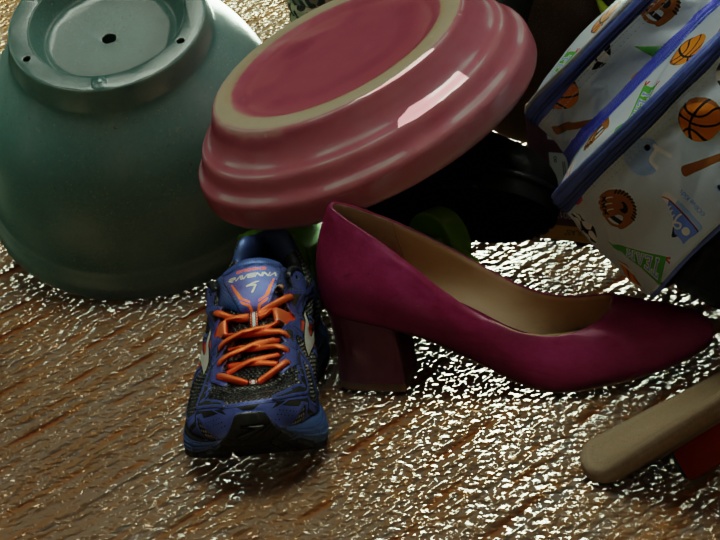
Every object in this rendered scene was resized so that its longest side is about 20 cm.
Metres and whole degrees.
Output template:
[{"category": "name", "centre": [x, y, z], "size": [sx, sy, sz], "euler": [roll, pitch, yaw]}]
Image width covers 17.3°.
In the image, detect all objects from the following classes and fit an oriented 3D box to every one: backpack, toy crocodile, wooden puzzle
[{"category": "backpack", "centre": [0.175, -0.078, 1.184], "size": [0.154, 0.200, 0.191], "euler": [37, 20, -2]}, {"category": "toy crocodile", "centre": [0.000, 0.000, 1.317], "size": [0.067, 0.062, 0.199], "euler": [-23, 20, -37]}, {"category": "wooden puzzle", "centre": [0.218, 0.038, 1.061], "size": [0.184, 0.037, 0.200], "euler": [-23, -6, -37]}]

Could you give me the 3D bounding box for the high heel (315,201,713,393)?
[{"category": "high heel", "centre": [0.076, 0.009, 1.192], "size": [0.198, 0.097, 0.067], "euler": [-5, 18, 7]}]

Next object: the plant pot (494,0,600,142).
[{"category": "plant pot", "centre": [0.089, -0.201, 1.528], "size": [0.186, 0.189, 0.200], "euler": [6, -12, 33]}]

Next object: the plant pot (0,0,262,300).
[{"category": "plant pot", "centre": [-0.138, -0.101, 1.408], "size": [0.198, 0.135, 0.201], "euler": [-5, 49, 6]}]

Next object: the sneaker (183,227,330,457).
[{"category": "sneaker", "centre": [-0.055, 0.037, 1.187], "size": [0.075, 0.079, 0.200], "euler": [-7, 19, 1]}]

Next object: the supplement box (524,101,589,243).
[{"category": "supplement box", "centre": [0.200, -0.085, 1.432], "size": [0.110, 0.086, 0.199], "euler": [8, 24, 37]}]

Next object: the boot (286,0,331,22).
[{"category": "boot", "centre": [0.001, -0.133, 1.534], "size": [0.073, 0.155, 0.204], "euler": [-3, 20, 11]}]

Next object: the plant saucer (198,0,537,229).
[{"category": "plant saucer", "centre": [-0.003, -0.099, 1.286], "size": [0.199, 0.051, 0.201], "euler": [-23, 27, 12]}]

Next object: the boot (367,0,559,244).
[{"category": "boot", "centre": [0.065, -0.099, 1.369], "size": [0.073, 0.164, 0.198], "euler": [28, -17, -26]}]

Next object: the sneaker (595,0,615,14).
[{"category": "sneaker", "centre": [0.223, -0.173, 1.416], "size": [0.199, 0.082, 0.074], "euler": [14, 27, 42]}]
